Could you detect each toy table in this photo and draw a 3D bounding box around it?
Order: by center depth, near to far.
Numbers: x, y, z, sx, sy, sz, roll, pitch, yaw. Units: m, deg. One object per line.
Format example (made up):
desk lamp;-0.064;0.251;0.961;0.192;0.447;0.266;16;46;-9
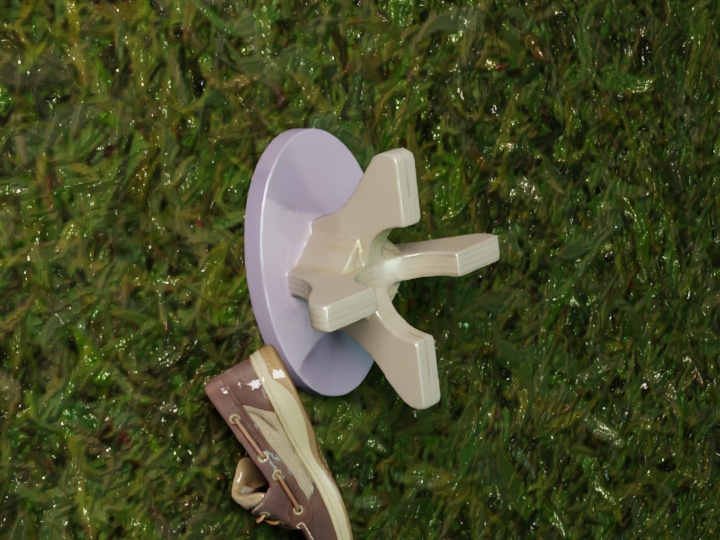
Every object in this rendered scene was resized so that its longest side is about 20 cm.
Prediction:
toy table;0.000;0.000;1.208;0.183;0.117;0.201;-35;118;-37

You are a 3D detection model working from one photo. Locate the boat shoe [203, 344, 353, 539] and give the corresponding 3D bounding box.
boat shoe;-0.061;0.147;1.206;0.072;0.072;0.201;-25;126;-8
